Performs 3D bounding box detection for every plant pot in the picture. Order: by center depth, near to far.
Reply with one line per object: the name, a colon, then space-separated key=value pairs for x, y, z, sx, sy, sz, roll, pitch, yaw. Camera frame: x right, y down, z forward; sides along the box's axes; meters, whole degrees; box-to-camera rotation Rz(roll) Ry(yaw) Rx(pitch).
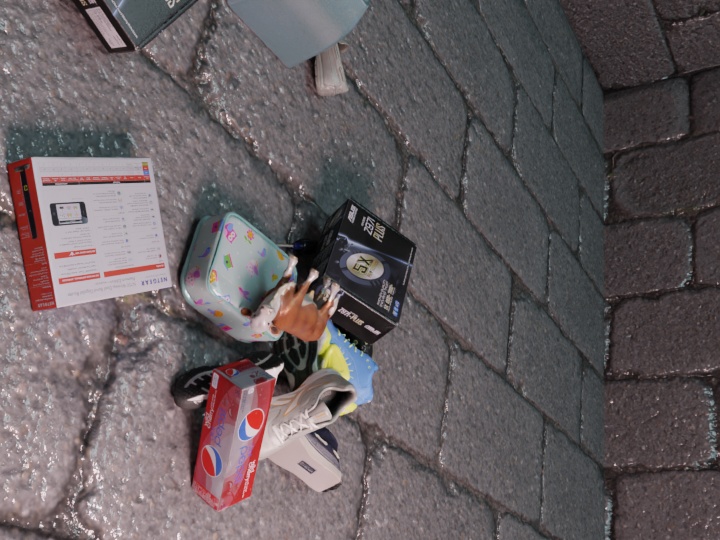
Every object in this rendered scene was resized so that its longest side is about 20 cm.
plant pot: x=-0.087 y=-0.513 z=1.455 sx=0.196 sy=0.198 sz=0.199 roll=39 pitch=51 yaw=-49

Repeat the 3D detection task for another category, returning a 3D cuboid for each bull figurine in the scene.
bull figurine: x=-0.100 y=0.051 z=1.259 sx=0.122 sy=0.065 sz=0.200 roll=-58 pitch=154 yaw=-1

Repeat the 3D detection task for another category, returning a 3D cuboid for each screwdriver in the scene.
screwdriver: x=-0.126 y=-0.040 z=1.434 sx=0.029 sy=0.028 sz=0.199 roll=56 pitch=24 yaw=13

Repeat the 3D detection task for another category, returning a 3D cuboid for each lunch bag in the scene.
lunch bag: x=-0.184 y=0.011 z=1.283 sx=0.200 sy=0.076 sz=0.162 roll=44 pitch=46 yaw=-46

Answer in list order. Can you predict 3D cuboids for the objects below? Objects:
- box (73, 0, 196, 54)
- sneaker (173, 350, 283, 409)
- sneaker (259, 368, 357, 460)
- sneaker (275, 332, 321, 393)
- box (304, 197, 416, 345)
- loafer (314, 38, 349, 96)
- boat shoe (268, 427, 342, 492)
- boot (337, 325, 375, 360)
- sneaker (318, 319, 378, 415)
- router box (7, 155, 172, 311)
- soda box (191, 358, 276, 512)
box: x=-0.315 y=-0.419 z=1.092 sx=0.164 sy=0.085 sz=0.201 roll=-50 pitch=127 yaw=-26
sneaker: x=-0.193 y=0.182 z=1.231 sx=0.199 sy=0.073 sz=0.081 roll=-9 pitch=120 yaw=-49
sneaker: x=-0.091 y=0.220 z=1.254 sx=0.199 sy=0.092 sz=0.076 roll=-36 pitch=110 yaw=-23
sneaker: x=-0.094 y=0.176 z=1.400 sx=0.089 sy=0.076 sz=0.203 roll=80 pitch=-2 yaw=-64
box: x=0.000 y=0.000 z=1.475 sx=0.163 sy=0.086 sz=0.202 roll=34 pitch=46 yaw=-18
loafer: x=-0.057 y=-0.438 z=1.598 sx=0.070 sy=0.069 sz=0.204 roll=153 pitch=-66 yaw=-84
boat shoe: x=-0.104 y=0.281 z=1.376 sx=0.201 sy=0.074 sz=0.093 roll=52 pitch=19 yaw=-32
boot: x=-0.029 y=0.099 z=1.530 sx=0.155 sy=0.073 sz=0.205 roll=57 pitch=34 yaw=-31
sneaker: x=-0.030 y=0.151 z=1.454 sx=0.104 sy=0.076 sz=0.203 roll=-6 pitch=72 yaw=-21
router box: x=-0.340 y=-0.053 z=1.060 sx=0.199 sy=0.048 sz=0.183 roll=-11 pitch=93 yaw=-59
soda box: x=-0.180 y=0.231 z=1.161 sx=0.070 sy=0.063 sz=0.203 roll=-12 pitch=123 yaw=-51
